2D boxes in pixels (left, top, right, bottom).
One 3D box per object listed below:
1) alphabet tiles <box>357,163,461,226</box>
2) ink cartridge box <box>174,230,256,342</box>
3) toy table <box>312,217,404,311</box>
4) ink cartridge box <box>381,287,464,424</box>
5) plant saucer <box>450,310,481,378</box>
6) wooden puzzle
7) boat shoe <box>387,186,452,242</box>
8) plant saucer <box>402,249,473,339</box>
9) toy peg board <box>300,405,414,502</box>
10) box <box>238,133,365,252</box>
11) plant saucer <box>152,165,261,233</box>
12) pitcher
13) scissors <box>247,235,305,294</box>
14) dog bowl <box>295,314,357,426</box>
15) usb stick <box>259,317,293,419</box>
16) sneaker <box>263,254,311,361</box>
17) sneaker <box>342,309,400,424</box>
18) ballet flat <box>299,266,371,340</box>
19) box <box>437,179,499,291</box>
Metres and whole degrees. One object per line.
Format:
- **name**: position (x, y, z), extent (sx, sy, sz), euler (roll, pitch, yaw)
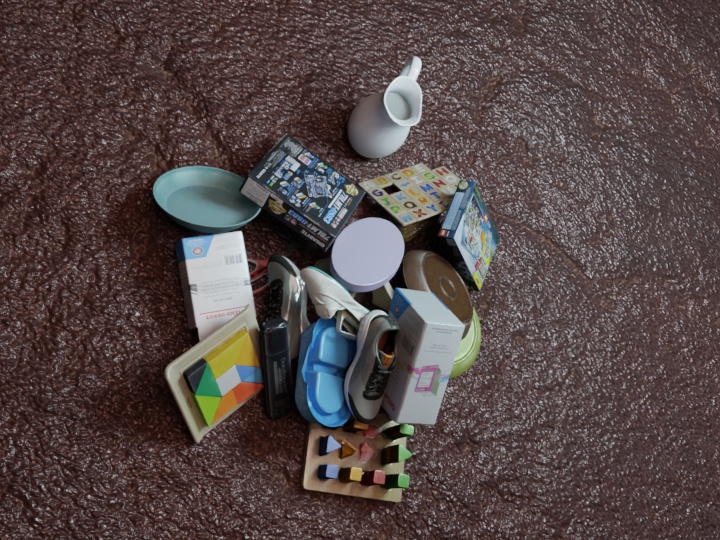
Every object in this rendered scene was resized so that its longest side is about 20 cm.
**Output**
- **alphabet tiles**: position (0.121, -0.163, 1.797), extent (0.198, 0.008, 0.167), euler (-21, 44, -26)
- **ink cartridge box**: position (-0.260, 0.038, 1.590), extent (0.115, 0.068, 0.202), euler (-9, 88, -25)
- **toy table**: position (0.000, 0.000, 1.667), extent (0.183, 0.118, 0.200), euler (35, 46, 15)
- **ink cartridge box**: position (0.096, 0.154, 1.570), extent (0.084, 0.145, 0.202), euler (8, 110, -24)
- **plant saucer**: position (0.165, 0.119, 1.783), extent (0.198, 0.031, 0.202), euler (7, 72, -22)
- **wooden puzzle**: position (-0.234, 0.182, 1.523), extent (0.200, 0.037, 0.186), euler (-41, 137, -29)
- **boat shoe**: position (0.131, -0.124, 1.823), extent (0.199, 0.072, 0.069), euler (-32, 117, -34)
- **plant saucer**: position (0.160, 0.040, 1.715), extent (0.200, 0.034, 0.202), euler (36, 36, -31)
- **toy peg board**: position (0.008, 0.312, 1.622), extent (0.197, 0.098, 0.202), euler (13, 70, -20)
- **box**: position (-0.105, -0.151, 1.672), extent (0.198, 0.050, 0.200), euler (36, 36, -5)
- **plant saucer**: position (-0.281, -0.124, 1.609), extent (0.198, 0.036, 0.201), euler (11, 35, -8)
- **pitcher**: position (0.058, -0.325, 1.766), extent (0.120, 0.200, 0.173), euler (27, 66, -14)
- **scissors**: position (-0.154, -0.017, 1.694), extent (0.199, 0.014, 0.074), euler (-26, 86, -29)
- **dog bowl**: position (-0.063, 0.180, 1.573), extent (0.111, 0.049, 0.202), euler (21, 65, -38)
- **usb stick**: position (-0.149, 0.176, 1.564), extent (0.055, 0.033, 0.202), euler (-18, 123, -28)
- **sneaker**: position (-0.141, 0.069, 1.617), extent (0.079, 0.074, 0.202), euler (-4, 79, -45)
- **sneaker**: position (0.024, 0.174, 1.540), extent (0.073, 0.079, 0.202), euler (5, 99, -31)
- **ballet flat**: position (-0.036, 0.071, 1.555), extent (0.200, 0.069, 0.070), euler (40, 62, -29)
- **box**: position (0.223, -0.068, 1.787), extent (0.138, 0.037, 0.200), euler (-66, 147, -25)
